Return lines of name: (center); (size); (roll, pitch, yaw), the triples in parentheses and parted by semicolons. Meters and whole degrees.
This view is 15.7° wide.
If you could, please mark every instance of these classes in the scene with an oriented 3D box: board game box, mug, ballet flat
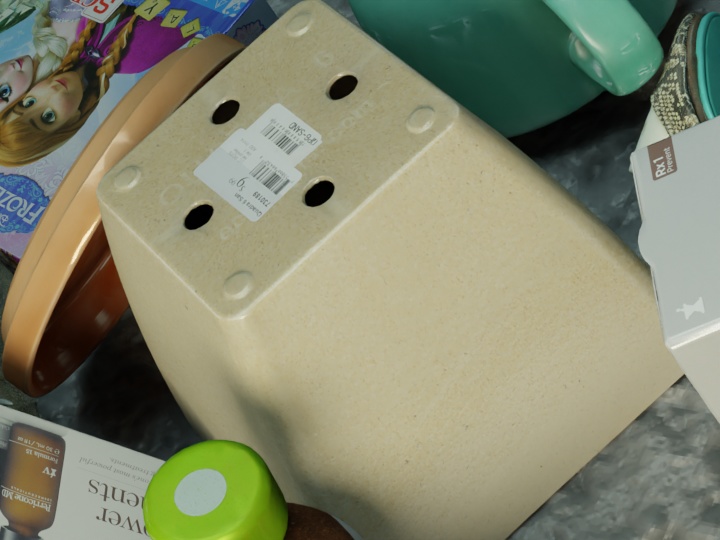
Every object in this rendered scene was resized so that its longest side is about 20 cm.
board game box: (-0.170, -0.096, 1.464); (0.199, 0.041, 0.200); (24, 69, 44)
mug: (0.078, -0.158, 1.279); (0.184, 0.115, 0.152); (-6, 44, 44)
ballet flat: (0.162, -0.036, 1.185); (0.075, 0.068, 0.201); (-38, 42, 21)

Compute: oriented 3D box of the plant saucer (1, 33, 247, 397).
plant saucer: (-0.118, -0.030, 1.274); (0.032, 0.200, 0.201); (32, 70, 7)

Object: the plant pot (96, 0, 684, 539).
plant pot: (0.000, 0.000, 1.170); (0.200, 0.177, 0.200); (-41, 43, -7)

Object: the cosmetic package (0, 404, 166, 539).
cosmetic package: (-0.151, 0.138, 1.139); (0.052, 0.199, 0.151); (-49, 28, 47)

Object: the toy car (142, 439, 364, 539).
toy car: (0.019, 0.170, 1.031); (0.199, 0.165, 0.158); (2, 54, 22)

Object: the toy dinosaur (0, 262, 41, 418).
toy dinosaur: (-0.211, 0.041, 1.360); (0.102, 0.077, 0.201); (-12, 44, 9)

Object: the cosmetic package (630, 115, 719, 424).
cosmetic package: (0.183, 0.034, 1.002); (0.090, 0.200, 0.107); (-21, 45, 16)
